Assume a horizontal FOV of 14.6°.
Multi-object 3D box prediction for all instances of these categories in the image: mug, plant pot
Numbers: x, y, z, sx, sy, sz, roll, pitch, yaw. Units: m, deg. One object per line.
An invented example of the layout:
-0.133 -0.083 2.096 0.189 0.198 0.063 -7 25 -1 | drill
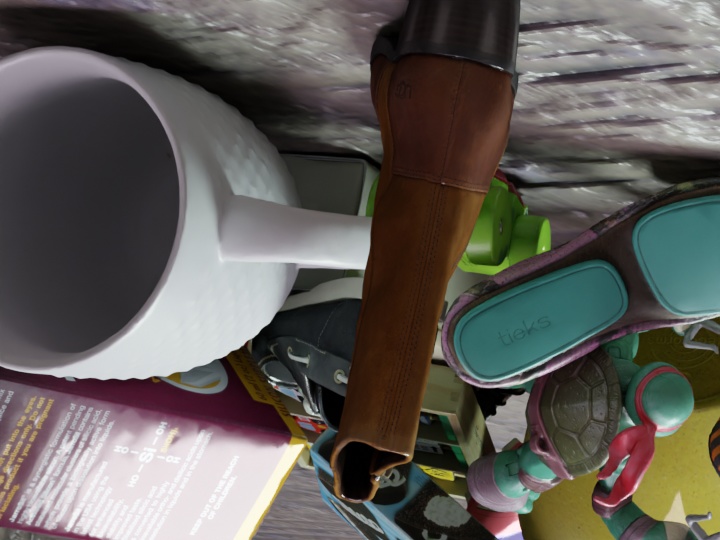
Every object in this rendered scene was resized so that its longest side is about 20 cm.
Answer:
-0.082 -0.019 1.316 0.199 0.149 0.175 4 177 25 | mug
0.177 0.079 1.514 0.199 0.201 0.142 7 141 17 | plant pot

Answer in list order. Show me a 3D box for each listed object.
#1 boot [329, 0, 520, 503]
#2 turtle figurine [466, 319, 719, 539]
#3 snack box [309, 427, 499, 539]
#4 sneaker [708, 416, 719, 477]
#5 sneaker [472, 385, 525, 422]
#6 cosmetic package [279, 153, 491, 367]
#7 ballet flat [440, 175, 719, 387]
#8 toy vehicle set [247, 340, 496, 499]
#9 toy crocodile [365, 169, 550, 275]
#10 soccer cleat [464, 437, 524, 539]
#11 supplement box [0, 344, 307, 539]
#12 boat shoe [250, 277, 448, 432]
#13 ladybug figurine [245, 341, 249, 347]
0.026 -0.001 1.167 0.068 0.201 0.188 12 168 -8 | boot
0.124 0.069 1.382 0.100 0.151 0.200 21 165 -30 | turtle figurine
0.057 0.168 1.579 0.200 0.037 0.116 41 168 15 | snack box
0.249 0.036 1.364 0.199 0.078 0.112 -30 148 10 | sneaker
0.080 0.058 1.680 0.075 0.088 0.199 22 163 -37 | sneaker
0.000 0.000 1.516 0.103 0.074 0.200 4 167 30 | cosmetic package
0.131 -0.002 1.336 0.199 0.069 0.071 -22 -165 10 | ballet flat
0.010 0.088 1.629 0.124 0.027 0.200 10 163 12 | toy vehicle set
0.052 -0.029 1.385 0.067 0.062 0.200 6 172 18 | toy crocodile
0.144 0.112 1.647 0.077 0.200 0.067 50 174 20 | soccer cleat
-0.142 0.069 1.400 0.199 0.086 0.110 14 -154 -37 | supplement box
-0.016 0.048 1.415 0.071 0.068 0.200 11 171 -17 | boat shoe
-0.096 0.025 1.619 0.072 0.136 0.200 -21 159 -6 | ladybug figurine
